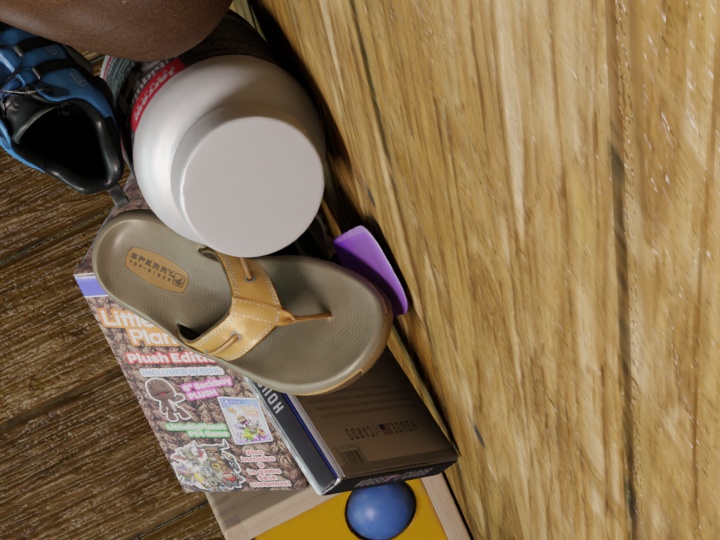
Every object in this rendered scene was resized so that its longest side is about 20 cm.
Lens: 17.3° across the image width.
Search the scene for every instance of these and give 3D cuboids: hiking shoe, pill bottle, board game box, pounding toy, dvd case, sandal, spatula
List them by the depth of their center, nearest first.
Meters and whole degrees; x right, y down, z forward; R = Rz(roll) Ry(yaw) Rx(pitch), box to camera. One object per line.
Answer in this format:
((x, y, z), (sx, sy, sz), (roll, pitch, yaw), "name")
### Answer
((-0.195, -0.115, 1.283), (0.200, 0.074, 0.087), (37, -167, -40), "hiking shoe")
((-0.077, 0.016, 1.349), (0.199, 0.081, 0.054), (21, -176, 23), "sandal")
((-0.082, -0.079, 1.356), (0.111, 0.110, 0.200), (66, 175, -25), "pill bottle")
((0.000, 0.000, 1.408), (0.057, 0.020, 0.200), (59, 176, -4), "spatula")
((-0.032, 0.044, 1.440), (0.200, 0.025, 0.150), (58, -155, 17), "dvd case")
((-0.087, 0.023, 1.586), (0.160, 0.096, 0.201), (-67, -36, -44), "board game box")
((-0.018, 0.221, 1.681), (0.185, 0.199, 0.142), (66, 174, -24), "pounding toy")

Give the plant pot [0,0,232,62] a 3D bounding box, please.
((-0.148, -0.193, 1.223), (0.187, 0.187, 0.200), (61, -171, 33), "plant pot")
